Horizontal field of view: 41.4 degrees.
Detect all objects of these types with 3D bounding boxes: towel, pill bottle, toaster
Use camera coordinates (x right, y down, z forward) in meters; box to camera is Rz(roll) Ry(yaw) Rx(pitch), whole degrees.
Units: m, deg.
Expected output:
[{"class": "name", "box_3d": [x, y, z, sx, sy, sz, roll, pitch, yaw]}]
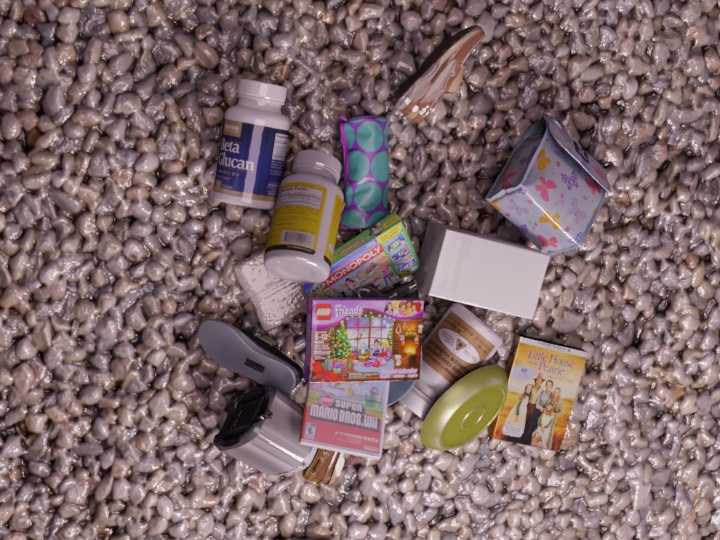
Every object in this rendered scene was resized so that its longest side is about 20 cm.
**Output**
[{"class": "towel", "box_3d": [-0.111, 0.001, 1.666, 0.199, 0.034, 0.133, -28, 102, -6]}, {"class": "pill bottle", "box_3d": [-0.087, -0.090, 1.559, 0.110, 0.111, 0.202, 16, 69, -14]}, {"class": "toaster", "box_3d": [-0.152, 0.275, 1.626, 0.129, 0.199, 0.114, 35, 57, -20]}, {"class": "pill bottle", "box_3d": [-0.177, -0.209, 1.577, 0.110, 0.111, 0.202, 8, 97, -13]}, {"class": "pill bottle", "box_3d": [0.152, 0.168, 1.705, 0.114, 0.114, 0.201, 38, 90, -15]}]

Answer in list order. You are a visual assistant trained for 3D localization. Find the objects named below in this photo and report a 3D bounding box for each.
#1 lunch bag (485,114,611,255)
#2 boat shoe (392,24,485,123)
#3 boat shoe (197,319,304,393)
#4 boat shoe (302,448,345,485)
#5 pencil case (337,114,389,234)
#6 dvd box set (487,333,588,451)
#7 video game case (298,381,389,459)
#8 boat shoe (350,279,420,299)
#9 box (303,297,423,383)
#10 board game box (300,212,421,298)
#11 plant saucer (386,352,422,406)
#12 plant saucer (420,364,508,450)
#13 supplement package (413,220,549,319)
[{"class": "lunch bag", "box_3d": [0.344, -0.158, 1.680, 0.169, 0.127, 0.201, 42, 61, -16]}, {"class": "boat shoe", "box_3d": [0.144, -0.338, 1.647, 0.200, 0.076, 0.072, -44, 108, 7]}, {"class": "boat shoe", "box_3d": [-0.187, 0.141, 1.654, 0.198, 0.068, 0.074, 24, 106, 10]}, {"class": "boat shoe", "box_3d": [-0.054, 0.289, 1.704, 0.067, 0.072, 0.202, 12, 96, -14]}, {"class": "pencil case", "box_3d": [0.002, -0.165, 1.636, 0.091, 0.085, 0.202, -3, 100, -25]}, {"class": "dvd box set", "box_3d": [0.335, 0.232, 1.797, 0.145, 0.029, 0.202, 14, 96, -13]}, {"class": "video game case", "box_3d": [-0.022, 0.206, 1.606, 0.142, 0.017, 0.202, 14, 66, -15]}, {"class": "boat shoe", "box_3d": [0.010, 0.057, 1.644, 0.198, 0.072, 0.068, -8, 97, -19]}, {"class": "box", "box_3d": [0.006, 0.115, 1.588, 0.198, 0.039, 0.139, 0, 95, -20]}, {"class": "board game box", "box_3d": [0.000, 0.000, 1.638, 0.199, 0.029, 0.135, -33, 141, -2]}, {"class": "plant saucer", "box_3d": [0.009, 0.153, 1.682, 0.199, 0.039, 0.203, 0, 67, 0]}, {"class": "plant saucer", "box_3d": [0.194, 0.255, 1.708, 0.199, 0.031, 0.201, -27, 143, -23]}, {"class": "supplement package", "box_3d": [0.211, -0.001, 1.687, 0.198, 0.121, 0.121, 13, 97, -13]}]
